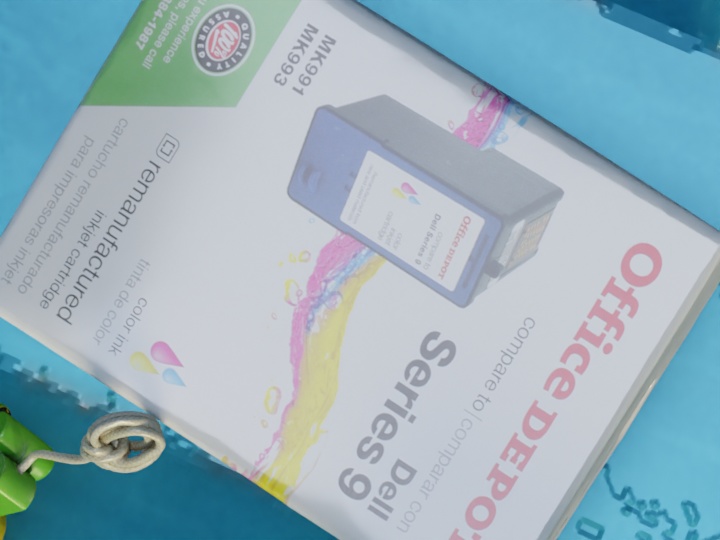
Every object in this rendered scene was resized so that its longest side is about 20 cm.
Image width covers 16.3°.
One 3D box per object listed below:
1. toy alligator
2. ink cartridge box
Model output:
[{"bbox_3d":[-0.140,0.063,0.829,0.199,0.059,0.055,-22,45,29],"label":"toy alligator"},{"bbox_3d":[0.000,0.000,0.807,0.199,0.087,0.146,33,94,6],"label":"ink cartridge box"}]
